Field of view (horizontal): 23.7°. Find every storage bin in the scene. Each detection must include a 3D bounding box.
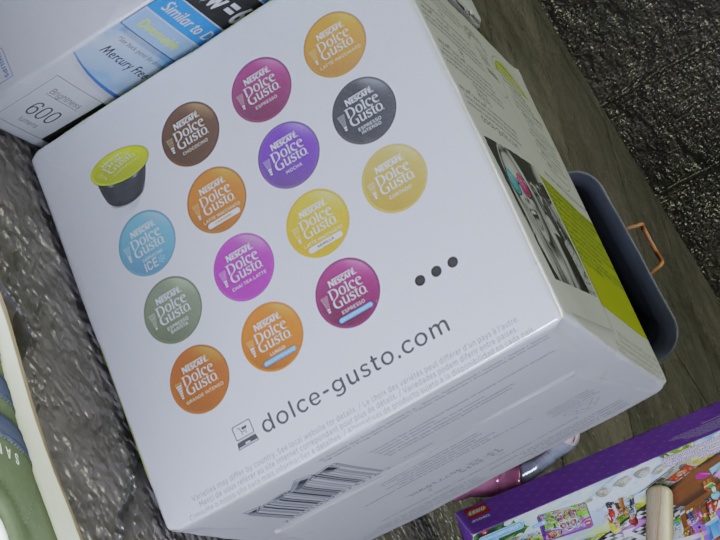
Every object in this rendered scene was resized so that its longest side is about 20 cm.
[{"bbox_3d":[0.218,0.002,1.676,0.201,0.145,0.134,60,5,-4],"label":"storage bin"}]

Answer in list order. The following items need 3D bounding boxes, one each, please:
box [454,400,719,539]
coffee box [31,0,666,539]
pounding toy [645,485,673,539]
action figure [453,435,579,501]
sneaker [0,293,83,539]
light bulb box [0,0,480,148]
[{"bbox_3d":[0.169,0.171,1.023,0.039,0.199,0.138,-135,-155,-71],"label":"box"},{"bbox_3d":[0.000,0.000,0.823,0.200,0.199,0.199,25,38,-64],"label":"coffee box"},{"bbox_3d":[0.129,0.242,0.909,0.185,0.142,0.200,63,18,4],"label":"pounding toy"},{"bbox_3d":[0.049,0.088,1.070,0.134,0.149,0.200,48,36,-4],"label":"action figure"},{"bbox_3d":[-0.144,0.044,0.524,0.201,0.067,0.090,65,10,1],"label":"sneaker"},{"bbox_3d":[-0.076,-0.148,0.840,0.198,0.199,0.125,25,38,-65],"label":"light bulb box"}]
